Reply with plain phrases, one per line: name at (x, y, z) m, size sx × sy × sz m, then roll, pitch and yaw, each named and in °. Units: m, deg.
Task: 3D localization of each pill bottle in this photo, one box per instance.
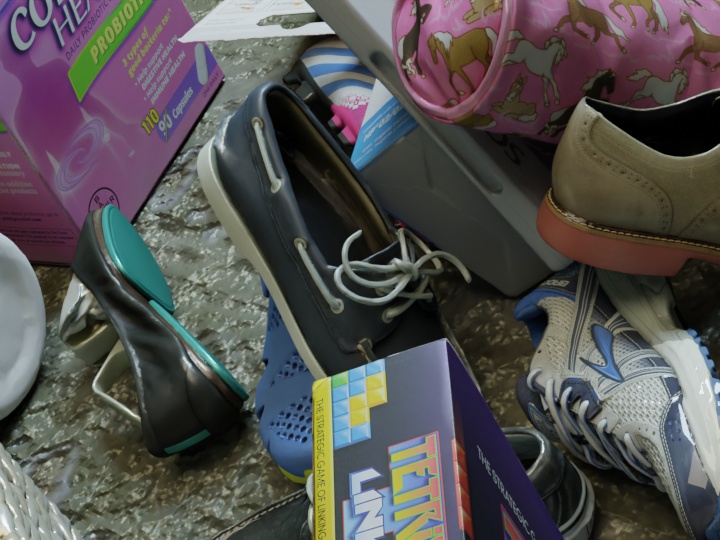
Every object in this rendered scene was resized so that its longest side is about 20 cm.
pill bottle at (-0.293, 0.034, 0.957) m, size 0.198 × 0.117 × 0.117 m, roll -2°, pitch 47°, yaw 30°

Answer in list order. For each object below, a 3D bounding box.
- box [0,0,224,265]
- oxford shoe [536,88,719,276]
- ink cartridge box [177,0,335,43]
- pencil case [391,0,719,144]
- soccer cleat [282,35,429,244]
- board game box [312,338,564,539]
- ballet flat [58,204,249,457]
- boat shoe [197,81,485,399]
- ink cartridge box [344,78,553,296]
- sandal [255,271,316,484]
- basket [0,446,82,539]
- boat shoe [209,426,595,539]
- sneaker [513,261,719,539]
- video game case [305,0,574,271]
box at (-0.198, -0.136, 1.009) m, size 0.096 × 0.201 × 0.177 m, roll 3°, pitch 49°, yaw 34°
oxford shoe at (0.180, -0.040, 0.721) m, size 0.197 × 0.076 × 0.071 m, roll -1°, pitch 31°, yaw -16°
ink cartridge box at (0.005, -0.172, 1.007) m, size 0.159 × 0.051 × 0.200 m, roll 1°, pitch 36°, yaw 31°
pencil case at (0.112, -0.103, 0.757) m, size 0.083 × 0.198 × 0.087 m, roll 43°, pitch 120°, yaw 47°
soccer cleat at (0.023, -0.090, 0.927) m, size 0.086 × 0.070 × 0.200 m, roll -34°, pitch 39°, yaw -4°
board game box at (0.049, 0.152, 0.557) m, size 0.056 × 0.201 × 0.167 m, roll -18°, pitch 41°, yaw 16°
ballet flat at (-0.130, 0.033, 0.899) m, size 0.068 × 0.068 × 0.200 m, roll -41°, pitch 40°, yaw 0°
boat shoe at (0.000, 0.000, 0.773) m, size 0.074 × 0.201 × 0.062 m, roll -22°, pitch -16°, yaw -45°
ink cartridge box at (0.075, -0.102, 0.861) m, size 0.068 × 0.115 × 0.202 m, roll -37°, pitch 28°, yaw 44°
sandal at (-0.026, 0.020, 0.832) m, size 0.079 × 0.087 × 0.201 m, roll -18°, pitch 43°, yaw 12°
basket at (-0.176, 0.203, 0.665) m, size 0.199 × 0.162 × 0.198 m, roll -32°, pitch 39°, yaw -5°
boat shoe at (0.004, 0.109, 0.730) m, size 0.198 × 0.071 × 0.073 m, roll -19°, pitch 41°, yaw 14°
sneaker at (0.117, 0.061, 0.716) m, size 0.084 × 0.078 × 0.201 m, roll -26°, pitch 30°, yaw 7°
video game case at (0.081, -0.122, 0.814) m, size 0.023 × 0.182 × 0.200 m, roll -37°, pitch 9°, yaw 45°
